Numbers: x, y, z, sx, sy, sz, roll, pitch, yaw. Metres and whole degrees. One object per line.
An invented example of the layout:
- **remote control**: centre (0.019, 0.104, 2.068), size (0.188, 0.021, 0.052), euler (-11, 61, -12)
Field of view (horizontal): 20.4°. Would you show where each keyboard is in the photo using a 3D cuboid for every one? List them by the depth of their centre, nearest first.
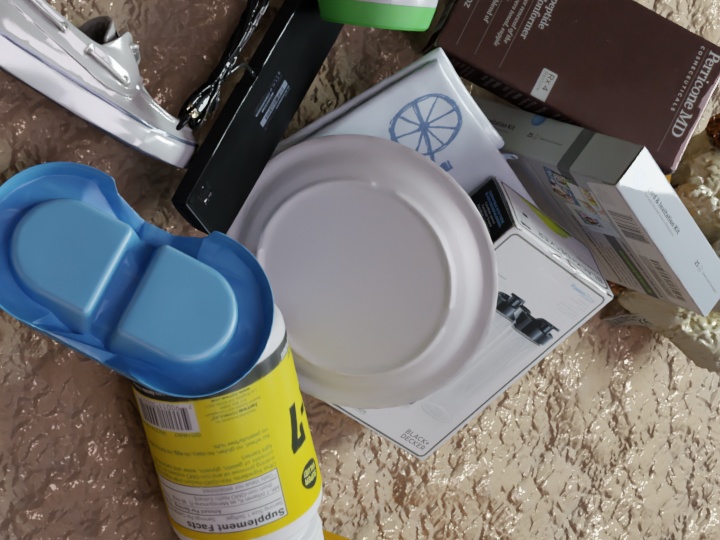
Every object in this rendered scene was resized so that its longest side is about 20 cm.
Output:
- **keyboard**: centre (-0.072, -0.125, 1.328), size (0.201, 0.021, 0.127), euler (-62, 156, -14)

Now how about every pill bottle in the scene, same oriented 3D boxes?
- **pill bottle**: centre (-0.089, 0.126, 1.397), size (0.114, 0.114, 0.201), euler (-28, 120, -29)

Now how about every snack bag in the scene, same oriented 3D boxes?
- **snack bag**: centre (0.026, -0.045, 1.438), size (0.188, 0.021, 0.200), euler (-31, 129, 11)

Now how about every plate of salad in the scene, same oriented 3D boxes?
- **plate of salad**: centre (0.000, 0.000, 1.396), size (0.048, 0.199, 0.201), euler (-50, 143, -67)

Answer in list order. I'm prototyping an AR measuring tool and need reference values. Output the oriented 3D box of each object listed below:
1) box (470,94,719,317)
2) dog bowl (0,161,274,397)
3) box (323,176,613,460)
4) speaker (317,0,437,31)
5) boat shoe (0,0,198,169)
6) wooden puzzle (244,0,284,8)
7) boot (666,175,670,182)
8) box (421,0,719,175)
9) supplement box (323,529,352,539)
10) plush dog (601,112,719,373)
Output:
- **box**: centre (0.163, -0.050, 1.482), size (0.041, 0.200, 0.156), euler (-51, 129, -14)
- **dog bowl**: centre (-0.153, 0.011, 1.286), size (0.199, 0.050, 0.112), euler (27, 72, -1)
- **box**: centre (0.072, 0.038, 1.464), size (0.116, 0.060, 0.200), euler (32, 115, -34)
- **speaker**: centre (0.020, -0.261, 1.305), size (0.088, 0.088, 0.201), euler (-1, 102, -38)
- **boat shoe**: centre (-0.171, -0.130, 1.276), size (0.200, 0.073, 0.066), euler (32, 88, -41)
- **wooden puzzle**: centre (-0.045, -0.278, 1.345), size (0.185, 0.046, 0.201), euler (5, 101, -39)
- **boot**: centre (0.189, -0.121, 1.523), size (0.201, 0.071, 0.145), euler (37, 40, -45)
- **box**: centre (0.155, -0.156, 1.447), size (0.199, 0.075, 0.101), euler (27, 88, -6)
- **supplement box**: centre (0.012, 0.329, 1.531), size (0.197, 0.133, 0.201), euler (27, 87, -41)
- **plush dog**: centre (0.279, -0.038, 1.640), size (0.172, 0.160, 0.200), euler (-62, 164, -23)
